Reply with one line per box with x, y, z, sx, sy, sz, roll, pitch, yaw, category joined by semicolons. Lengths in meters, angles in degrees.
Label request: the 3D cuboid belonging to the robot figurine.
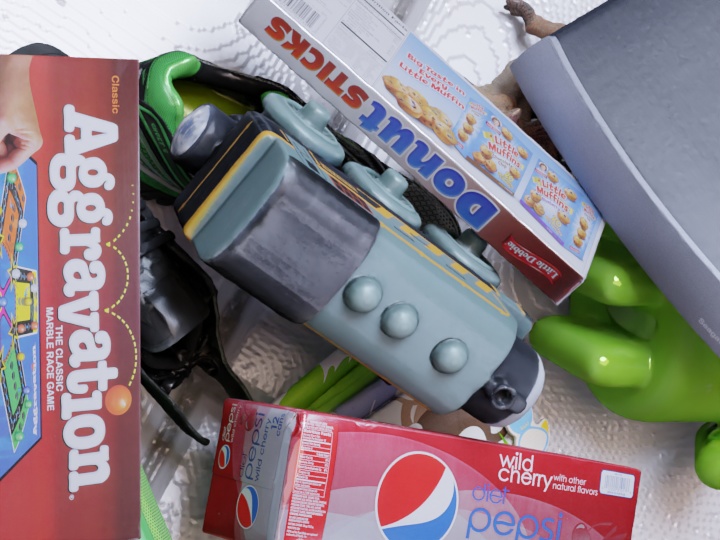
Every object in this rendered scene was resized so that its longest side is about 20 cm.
0.193;0.023;0.954;0.200;0.116;0.176;3;101;-27;robot figurine

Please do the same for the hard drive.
0.180;-0.059;0.873;0.135;0.042;0.200;-31;74;-13;hard drive

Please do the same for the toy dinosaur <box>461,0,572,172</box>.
0.134;-0.078;0.953;0.200;0.086;0.136;15;74;-9;toy dinosaur

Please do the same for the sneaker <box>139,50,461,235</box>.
-0.034;-0.043;0.878;0.200;0.085;0.078;23;70;-22;sneaker

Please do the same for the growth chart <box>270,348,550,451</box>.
0.042;0.109;0.909;0.145;0.018;0.200;-44;108;-24;growth chart

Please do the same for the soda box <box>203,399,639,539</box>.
0.032;0.107;0.839;0.200;0.070;0.063;14;84;-32;soda box

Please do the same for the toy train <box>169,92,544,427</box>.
0.000;0.000;0.805;0.200;0.114;0.085;37;101;-27;toy train

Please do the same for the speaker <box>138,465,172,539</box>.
-0.128;0.117;0.798;0.088;0.088;0.200;-22;89;-28;speaker

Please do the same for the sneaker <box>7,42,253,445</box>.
-0.103;-0.007;0.793;0.060;0.200;0.104;-38;61;-20;sneaker

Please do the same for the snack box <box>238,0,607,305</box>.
0.034;-0.072;0.851;0.200;0.024;0.072;41;33;-8;snack box

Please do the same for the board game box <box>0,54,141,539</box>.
-0.136;0.014;0.716;0.103;0.019;0.200;-3;95;-37;board game box
